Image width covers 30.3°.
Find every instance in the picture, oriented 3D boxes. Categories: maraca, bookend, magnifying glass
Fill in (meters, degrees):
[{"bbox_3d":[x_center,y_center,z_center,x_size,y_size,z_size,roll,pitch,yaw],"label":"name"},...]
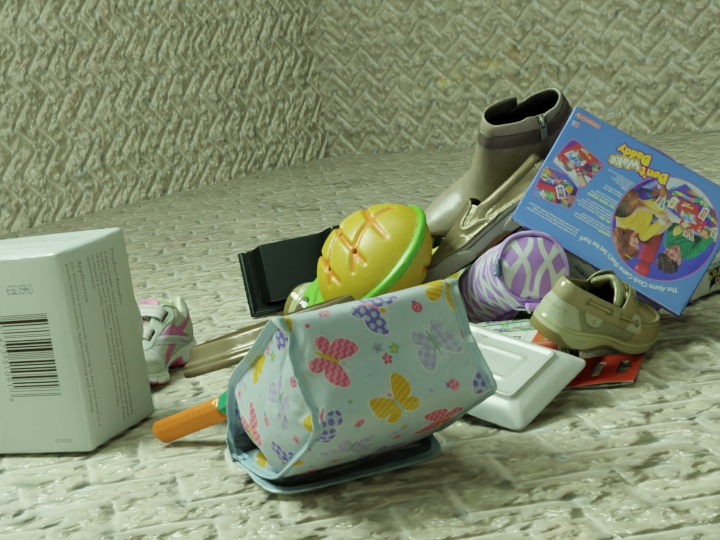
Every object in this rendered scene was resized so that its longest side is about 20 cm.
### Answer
[{"bbox_3d":[0.000,0.000,1.449,0.200,0.107,0.137,-34,25,36],"label":"maraca"},{"bbox_3d":[-0.044,-0.006,1.738,0.198,0.092,0.200,-12,-2,-13],"label":"bookend"},{"bbox_3d":[-0.108,0.120,1.217,0.200,0.080,0.022,-22,46,28],"label":"magnifying glass"}]

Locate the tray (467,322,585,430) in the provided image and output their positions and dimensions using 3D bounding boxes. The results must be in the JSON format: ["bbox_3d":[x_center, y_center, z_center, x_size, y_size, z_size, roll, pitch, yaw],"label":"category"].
[{"bbox_3d":[0.099,0.082,1.234,0.200,0.022,0.107,17,44,42],"label":"tray"}]

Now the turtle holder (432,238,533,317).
[{"bbox_3d":[0.120,-0.002,1.584,0.185,0.132,0.141,-9,10,-8],"label":"turtle holder"}]

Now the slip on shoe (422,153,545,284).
[{"bbox_3d":[0.133,-0.052,1.458,0.200,0.061,0.076,-36,-5,22],"label":"slip on shoe"}]

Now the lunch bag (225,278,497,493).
[{"bbox_3d":[-0.008,0.105,1.087,0.169,0.128,0.200,-11,-18,-27],"label":"lunch bag"}]

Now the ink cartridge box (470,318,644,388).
[{"bbox_3d":[0.171,0.080,1.304,0.199,0.051,0.109,-5,10,19],"label":"ink cartridge box"}]

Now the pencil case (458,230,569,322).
[{"bbox_3d":[0.159,0.017,1.412,0.084,0.086,0.200,-6,-9,-10],"label":"pencil case"}]

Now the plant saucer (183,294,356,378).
[{"bbox_3d":[-0.085,0.063,1.334,0.199,0.030,0.200,-18,0,0],"label":"plant saucer"}]

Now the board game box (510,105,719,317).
[{"bbox_3d":[0.274,-0.060,1.367,0.200,0.135,0.045,32,3,11],"label":"board game box"}]

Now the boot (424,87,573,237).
[{"bbox_3d":[0.149,-0.126,1.481,0.200,0.070,0.146,-30,-31,-7],"label":"boot"}]

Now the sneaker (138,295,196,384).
[{"bbox_3d":[-0.252,0.081,1.540,0.081,0.089,0.200,-6,10,14],"label":"sneaker"}]

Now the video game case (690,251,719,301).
[{"bbox_3d":[0.370,-0.004,1.643,0.181,0.046,0.200,-19,14,-41],"label":"video game case"}]

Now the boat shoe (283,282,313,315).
[{"bbox_3d":[-0.002,0.051,1.594,0.200,0.072,0.066,-1,31,-45],"label":"boat shoe"}]

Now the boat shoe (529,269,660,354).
[{"bbox_3d":[0.241,0.036,1.289,0.200,0.065,0.072,4,27,-49],"label":"boat shoe"}]

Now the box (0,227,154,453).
[{"bbox_3d":[-0.335,0.071,1.338,0.199,0.200,0.131,-5,10,22],"label":"box"}]

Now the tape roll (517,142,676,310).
[{"bbox_3d":[0.276,-0.040,1.475,0.199,0.201,0.085,-1,12,37],"label":"tape roll"}]
